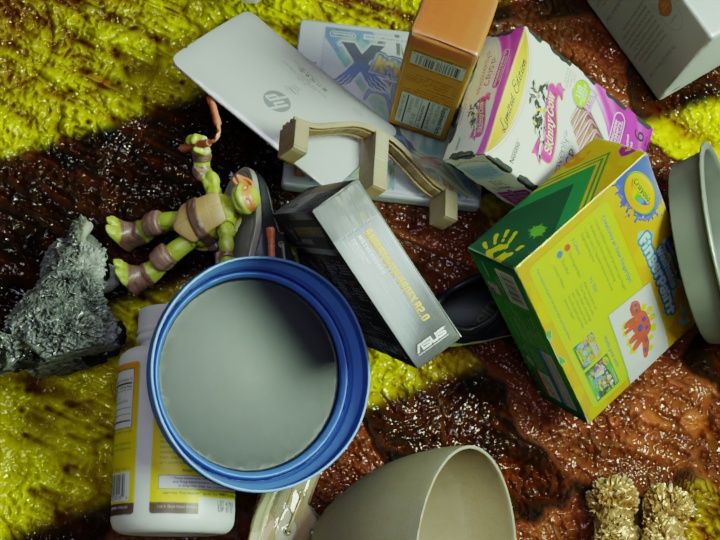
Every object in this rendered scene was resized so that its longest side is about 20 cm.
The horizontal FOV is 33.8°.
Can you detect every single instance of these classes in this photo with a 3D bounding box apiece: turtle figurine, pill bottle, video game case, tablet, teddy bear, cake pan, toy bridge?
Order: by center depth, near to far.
[{"bbox_3d":[-0.165,0.135,1.061,0.109,0.109,0.200,1,75,-4],"label":"pill bottle"},{"bbox_3d":[0.248,0.285,1.078,0.145,0.067,0.200,26,74,5],"label":"teddy bear"},{"bbox_3d":[-0.158,-0.053,1.114,0.161,0.064,0.200,-23,73,13],"label":"turtle figurine"},{"bbox_3d":[0.330,-0.020,1.115,0.037,0.200,0.201,-12,74,25],"label":"cake pan"},{"bbox_3d":[0.013,-0.101,1.117,0.200,0.027,0.067,21,56,-31],"label":"toy bridge"},{"bbox_3d":[-0.071,-0.169,1.148,0.200,0.014,0.130,39,46,7],"label":"tablet"},{"bbox_3d":[0.028,-0.158,1.201,0.200,0.022,0.183,6,75,-3],"label":"video game case"}]

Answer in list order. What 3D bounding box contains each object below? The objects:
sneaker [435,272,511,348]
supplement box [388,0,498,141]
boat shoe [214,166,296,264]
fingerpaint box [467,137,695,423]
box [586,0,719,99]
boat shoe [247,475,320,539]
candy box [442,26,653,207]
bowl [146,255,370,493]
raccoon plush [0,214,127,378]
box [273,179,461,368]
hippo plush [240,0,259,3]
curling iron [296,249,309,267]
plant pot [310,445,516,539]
[{"bbox_3d":[0.148,0.028,1.129,0.200,0.083,0.072,-20,78,-10],"label":"sneaker"},{"bbox_3d":[0.072,-0.192,1.099,0.069,0.200,0.067,20,74,-1],"label":"supplement box"},{"bbox_3d":[-0.094,-0.002,1.136,0.063,0.073,0.200,11,62,-38],"label":"boat shoe"},{"bbox_3d":[0.212,0.009,1.088,0.167,0.073,0.200,-40,124,-14],"label":"fingerpaint box"},{"bbox_3d":[0.310,-0.303,1.196,0.106,0.152,0.200,-31,80,-13],"label":"box"},{"bbox_3d":[-0.065,0.227,1.065,0.064,0.071,0.200,12,73,-1],"label":"boat shoe"},{"bbox_3d":[0.185,-0.121,1.133,0.200,0.061,0.137,28,72,-32],"label":"candy box"},{"bbox_3d":[-0.089,0.088,1.018,0.200,0.039,0.201,4,82,-26],"label":"bowl"},{"bbox_3d":[-0.288,0.018,1.054,0.097,0.200,0.134,-25,75,23],"label":"raccoon plush"},{"bbox_3d":[0.000,0.000,1.045,0.048,0.200,0.159,-35,99,-10],"label":"box"},{"bbox_3d":[-0.098,-0.378,1.209,0.161,0.159,0.200,-24,93,-41],"label":"hippo plush"},{"bbox_3d":[-0.043,0.051,1.136,0.049,0.026,0.200,-9,76,-5],"label":"curling iron"},{"bbox_3d":[0.035,0.252,1.023,0.134,0.200,0.201,-4,72,31],"label":"plant pot"}]
